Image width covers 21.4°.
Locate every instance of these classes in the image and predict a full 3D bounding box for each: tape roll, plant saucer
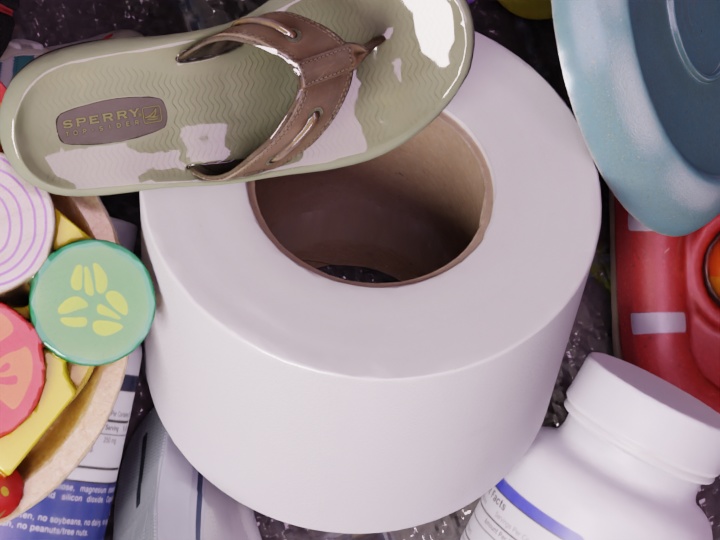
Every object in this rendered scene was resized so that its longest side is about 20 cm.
[{"bbox_3d":[0.000,0.000,0.867,0.201,0.140,0.204,3,55,-4],"label":"tape roll"},{"bbox_3d":[0.147,-0.117,0.875,0.200,0.027,0.202,14,73,-54],"label":"plant saucer"}]

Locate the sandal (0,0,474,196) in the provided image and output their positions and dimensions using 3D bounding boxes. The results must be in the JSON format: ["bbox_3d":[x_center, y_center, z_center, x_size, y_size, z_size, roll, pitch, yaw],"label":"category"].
[{"bbox_3d":[-0.045,-0.069,0.772,0.200,0.057,0.080,-16,104,-10],"label":"sandal"}]

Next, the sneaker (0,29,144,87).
[{"bbox_3d":[-0.184,-0.089,0.874,0.199,0.070,0.094,-30,106,-29],"label":"sneaker"}]

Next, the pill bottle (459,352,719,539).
[{"bbox_3d":[0.103,0.147,0.932,0.112,0.112,0.201,25,98,-14],"label":"pill bottle"}]

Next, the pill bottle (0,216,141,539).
[{"bbox_3d":[-0.163,0.069,0.880,0.110,0.111,0.201,13,86,-15],"label":"pill bottle"}]

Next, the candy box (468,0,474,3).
[{"bbox_3d":[0.002,-0.200,0.798,0.199,0.168,0.072,-6,47,-46],"label":"candy box"}]

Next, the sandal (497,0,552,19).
[{"bbox_3d":[0.163,-0.188,0.984,0.199,0.087,0.080,-28,95,-15],"label":"sandal"}]

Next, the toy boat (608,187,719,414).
[{"bbox_3d":[0.204,0.001,0.971,0.130,0.131,0.201,-3,91,-15],"label":"toy boat"}]

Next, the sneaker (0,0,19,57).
[{"bbox_3d":[-0.219,-0.170,0.853,0.086,0.074,0.201,-26,79,6],"label":"sneaker"}]

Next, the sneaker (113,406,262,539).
[{"bbox_3d":[-0.077,0.142,0.875,0.071,0.201,0.073,28,126,-19],"label":"sneaker"}]

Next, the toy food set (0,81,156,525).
[{"bbox_3d":[-0.192,0.015,0.796,0.200,0.049,0.198,39,81,-5],"label":"toy food set"}]
